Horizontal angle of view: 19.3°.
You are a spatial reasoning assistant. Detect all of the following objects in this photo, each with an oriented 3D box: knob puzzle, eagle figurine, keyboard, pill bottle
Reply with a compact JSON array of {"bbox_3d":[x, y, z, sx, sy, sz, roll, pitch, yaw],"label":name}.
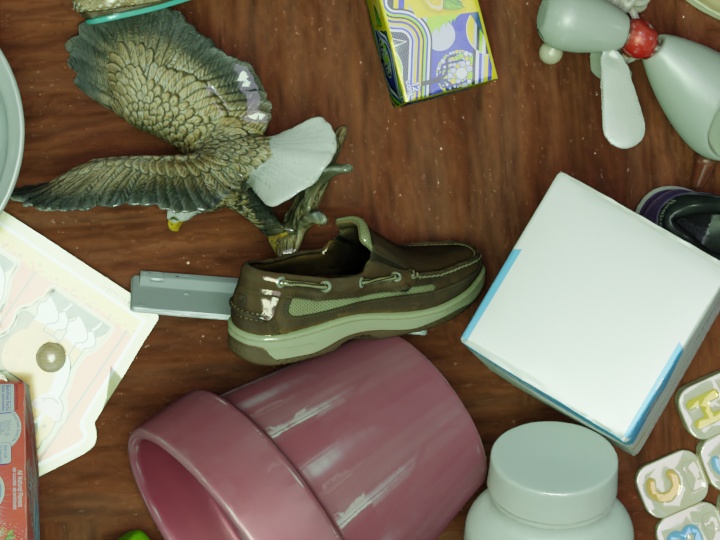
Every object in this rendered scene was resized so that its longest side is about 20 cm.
[{"bbox_3d":[-0.262,0.065,1.423,0.219,0.030,0.220,0,91,-7],"label":"knob puzzle"},{"bbox_3d":[-0.116,-0.075,1.394,0.200,0.152,0.151,27,108,-12],"label":"eagle figurine"},{"bbox_3d":[-0.056,0.023,1.436,0.200,0.056,0.011,4,118,-7],"label":"keyboard"},{"bbox_3d":[0.122,0.204,1.394,0.111,0.111,0.200,-3,121,-7],"label":"pill bottle"}]

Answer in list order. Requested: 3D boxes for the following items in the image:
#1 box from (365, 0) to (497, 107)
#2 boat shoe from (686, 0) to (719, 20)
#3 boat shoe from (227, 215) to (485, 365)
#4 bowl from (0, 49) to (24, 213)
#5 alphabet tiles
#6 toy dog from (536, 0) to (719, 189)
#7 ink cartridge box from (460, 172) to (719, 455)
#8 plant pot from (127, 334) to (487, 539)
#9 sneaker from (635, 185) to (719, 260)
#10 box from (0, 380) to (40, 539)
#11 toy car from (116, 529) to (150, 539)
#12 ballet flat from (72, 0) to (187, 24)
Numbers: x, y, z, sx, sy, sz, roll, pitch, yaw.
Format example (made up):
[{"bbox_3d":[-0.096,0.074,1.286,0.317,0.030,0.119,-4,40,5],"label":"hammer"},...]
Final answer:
[{"bbox_3d":[0.033,-0.216,1.440,0.070,0.064,0.200,-15,92,-7],"label":"box"},{"bbox_3d":[0.234,-0.235,1.460,0.200,0.069,0.074,35,85,-8],"label":"boat shoe"},{"bbox_3d":[0.004,0.002,1.379,0.202,0.075,0.075,-18,119,-39],"label":"boat shoe"},{"bbox_3d":[-0.309,-0.082,1.377,0.201,0.090,0.202,0,85,3],"label":"bowl"},{"bbox_3d":[0.301,0.158,1.502,0.195,0.015,0.200,-22,94,-6],"label":"alphabet tiles"},{"bbox_3d":[0.202,-0.119,1.448,0.200,0.132,0.096,33,118,1],"label":"toy dog"},{"bbox_3d":[0.158,0.035,1.402,0.125,0.200,0.129,30,87,11],"label":"ink cartridge box"},{"bbox_3d":[-0.025,0.139,1.384,0.179,0.200,0.200,-35,95,-21],"label":"plant pot"},{"bbox_3d":[0.291,-0.007,1.461,0.200,0.088,0.076,12,89,-8],"label":"sneaker"},{"bbox_3d":[-0.251,0.166,1.322,0.102,0.200,0.095,-6,124,-6],"label":"box"},{"bbox_3d":[-0.163,0.292,1.338,0.158,0.200,0.164,-35,96,20],"label":"toy car"},{"bbox_3d":[-0.100,-0.211,1.392,0.200,0.070,0.065,-17,103,-34],"label":"ballet flat"}]
